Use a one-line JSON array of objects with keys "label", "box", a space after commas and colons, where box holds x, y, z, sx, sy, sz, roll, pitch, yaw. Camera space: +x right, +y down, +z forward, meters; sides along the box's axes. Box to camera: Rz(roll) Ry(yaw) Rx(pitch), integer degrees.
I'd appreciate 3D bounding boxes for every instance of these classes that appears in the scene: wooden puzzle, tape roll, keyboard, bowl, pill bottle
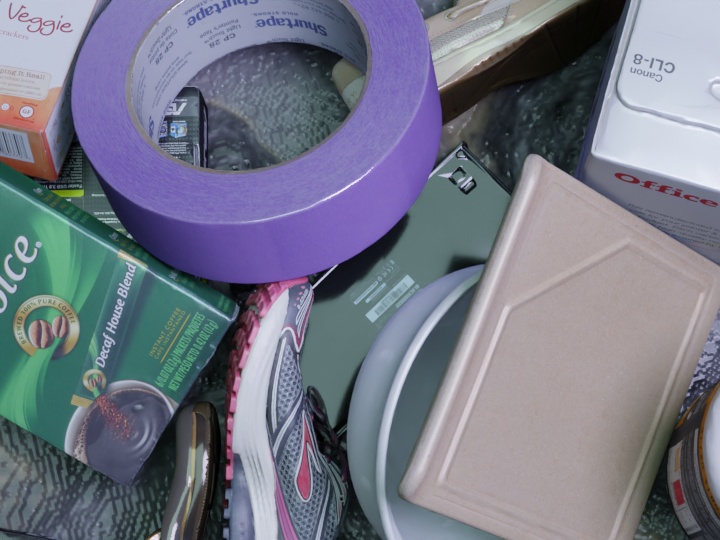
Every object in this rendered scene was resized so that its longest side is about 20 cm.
[{"label": "wooden puzzle", "box": [0.109, 0.055, 0.942, 0.037, 0.200, 0.185, 16, 82, 46]}, {"label": "tape roll", "box": [-0.057, -0.094, 0.991, 0.200, 0.066, 0.200, -4, 60, 8]}, {"label": "keyboard", "box": [0.000, 0.000, 1.061, 0.200, 0.021, 0.127, -43, 86, -8]}, {"label": "bowl", "box": [0.062, 0.081, 0.986, 0.090, 0.201, 0.201, 16, 74, 50]}, {"label": "pill bottle", "box": [0.224, 0.105, 0.942, 0.116, 0.200, 0.117, 0, 78, 1]}]

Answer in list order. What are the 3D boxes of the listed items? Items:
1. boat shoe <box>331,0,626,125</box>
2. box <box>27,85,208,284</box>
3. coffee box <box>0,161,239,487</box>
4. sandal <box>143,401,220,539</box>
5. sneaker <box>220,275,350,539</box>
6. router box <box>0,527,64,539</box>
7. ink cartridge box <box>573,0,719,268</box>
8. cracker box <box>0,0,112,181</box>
[{"label": "boat shoe", "box": [0.078, -0.146, 1.065, 0.200, 0.072, 0.065, -30, 70, -6]}, {"label": "box", "box": [-0.191, -0.026, 1.058, 0.200, 0.044, 0.161, -2, 79, 1]}, {"label": "coffee box", "box": [-0.184, 0.021, 0.992, 0.200, 0.044, 0.123, 32, 101, -6]}, {"label": "sandal", "box": [-0.116, 0.170, 0.991, 0.054, 0.082, 0.200, 8, 83, -1]}, {"label": "sneaker", "box": [-0.041, 0.098, 1.004, 0.075, 0.081, 0.200, 1, 102, -6]}, {"label": "router box", "box": [-0.236, 0.242, 0.997, 0.157, 0.052, 0.200, 10, 79, 4]}, {"label": "ink cartridge box", "box": [0.202, -0.082, 0.981, 0.145, 0.200, 0.145, 16, 79, 4]}, {"label": "cracker box", "box": [-0.215, -0.161, 1.050, 0.134, 0.058, 0.200, 12, 61, 6]}]
